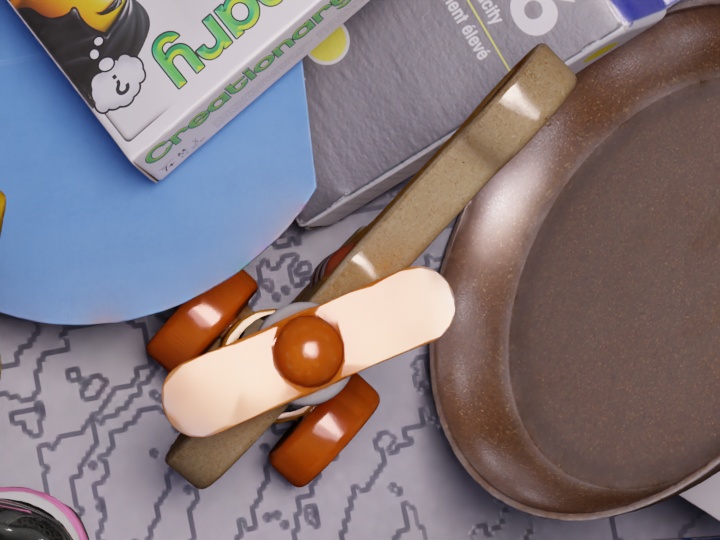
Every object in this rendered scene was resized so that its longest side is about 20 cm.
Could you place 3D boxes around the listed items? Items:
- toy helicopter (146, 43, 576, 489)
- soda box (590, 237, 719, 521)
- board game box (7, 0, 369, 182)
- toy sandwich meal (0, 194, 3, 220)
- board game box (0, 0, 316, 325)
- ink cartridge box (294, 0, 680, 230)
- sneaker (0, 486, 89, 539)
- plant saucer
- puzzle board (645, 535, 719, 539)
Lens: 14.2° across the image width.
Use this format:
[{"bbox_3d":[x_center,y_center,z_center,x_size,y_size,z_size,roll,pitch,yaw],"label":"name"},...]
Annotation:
[{"bbox_3d":[0.000,0.000,1.002,0.079,0.132,0.200,42,106,-1],"label":"toy helicopter"},{"bbox_3d":[0.176,-0.002,1.037,0.068,0.064,0.200,32,109,-33],"label":"soda box"},{"bbox_3d":[-0.036,-0.143,1.007,0.200,0.035,0.126,-41,72,4],"label":"board game box"},{"bbox_3d":[-0.203,-0.010,0.965,0.204,0.205,0.071,21,63,-5],"label":"toy sandwich meal"},{"bbox_3d":[-0.093,-0.076,1.050,0.157,0.039,0.201,-10,77,13],"label":"board game box"},{"bbox_3d":[0.014,-0.149,1.058,0.199,0.047,0.198,-32,86,16],"label":"ink cartridge box"},{"bbox_3d":[-0.192,0.115,1.009,0.199,0.086,0.081,-19,84,-9],"label":"sneaker"},{"bbox_3d":[0.107,-0.001,1.031,0.032,0.200,0.201,28,78,-36],"label":"plant saucer"},{"bbox_3d":[0.088,0.109,1.018,0.199,0.151,0.018,-2,89,-9],"label":"puzzle board"}]
